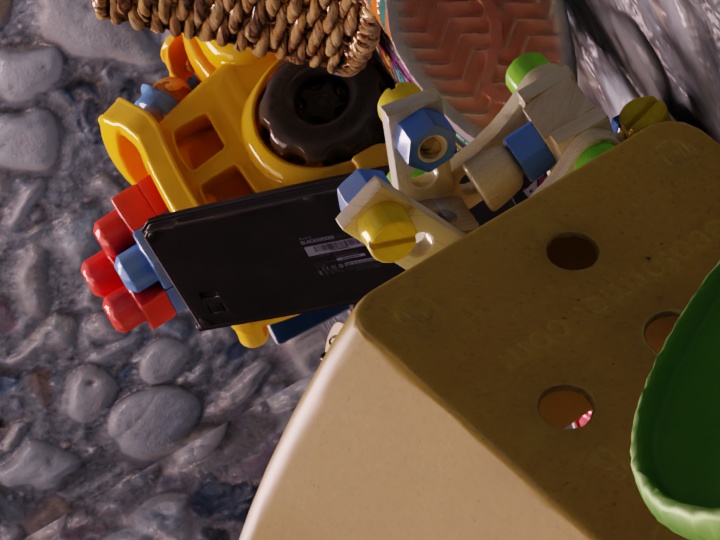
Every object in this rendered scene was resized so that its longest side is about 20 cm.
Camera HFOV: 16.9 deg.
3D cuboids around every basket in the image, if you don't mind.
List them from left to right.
[{"bbox_3d":[-0.044,-0.200,1.172,0.200,0.148,0.144,110,172,-72],"label":"basket"}]

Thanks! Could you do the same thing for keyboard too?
[{"bbox_3d":[0.000,0.000,1.218,0.127,0.199,0.021,61,-149,-35],"label":"keyboard"}]

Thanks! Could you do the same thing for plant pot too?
[{"bbox_3d":[0.085,0.078,0.733,0.200,0.199,0.177,41,147,33],"label":"plant pot"}]

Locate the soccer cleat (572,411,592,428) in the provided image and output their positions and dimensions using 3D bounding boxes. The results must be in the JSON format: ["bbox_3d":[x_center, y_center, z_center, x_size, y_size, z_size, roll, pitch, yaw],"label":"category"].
[{"bbox_3d":[0.134,0.101,1.151,0.201,0.076,0.067,61,176,-7],"label":"soccer cleat"}]

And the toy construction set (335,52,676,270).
[{"bbox_3d":[0.070,0.001,0.892,0.092,0.131,0.200,58,175,32],"label":"toy construction set"}]

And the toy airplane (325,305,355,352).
[{"bbox_3d":[0.035,0.088,1.794,0.199,0.140,0.201,127,136,-53],"label":"toy airplane"}]

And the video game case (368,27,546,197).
[{"bbox_3d":[0.047,-0.078,1.271,0.200,0.036,0.182,56,174,47],"label":"video game case"}]

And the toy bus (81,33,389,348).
[{"bbox_3d":[-0.077,-0.059,1.335,0.201,0.191,0.136,59,176,31],"label":"toy bus"}]

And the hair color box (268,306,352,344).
[{"bbox_3d":[-0.069,-0.032,1.666,0.100,0.060,0.200,66,175,-20],"label":"hair color box"}]

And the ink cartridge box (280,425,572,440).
[{"bbox_3d":[0.079,0.132,1.328,0.200,0.144,0.145,54,-177,9],"label":"ink cartridge box"}]

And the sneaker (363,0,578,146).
[{"bbox_3d":[0.035,-0.119,0.982,0.201,0.071,0.080,64,-178,26],"label":"sneaker"}]

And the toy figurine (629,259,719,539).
[{"bbox_3d":[0.168,0.046,0.357,0.184,0.150,0.200,48,153,-11],"label":"toy figurine"}]
